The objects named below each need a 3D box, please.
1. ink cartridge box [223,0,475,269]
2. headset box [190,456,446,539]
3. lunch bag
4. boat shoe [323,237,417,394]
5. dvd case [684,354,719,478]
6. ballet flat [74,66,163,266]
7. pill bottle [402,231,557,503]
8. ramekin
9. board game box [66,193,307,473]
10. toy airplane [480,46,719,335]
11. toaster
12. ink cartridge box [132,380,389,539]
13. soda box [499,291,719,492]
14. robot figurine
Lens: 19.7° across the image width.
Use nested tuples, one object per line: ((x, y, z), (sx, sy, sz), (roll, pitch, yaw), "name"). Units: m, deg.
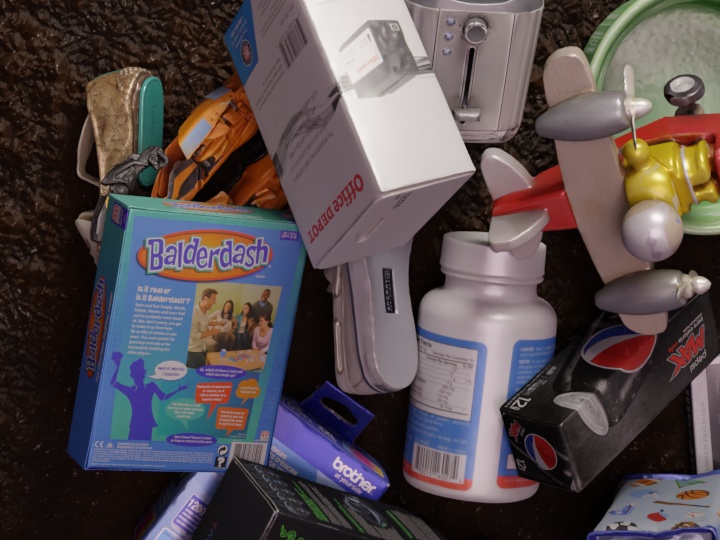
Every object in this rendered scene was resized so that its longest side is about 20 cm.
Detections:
((-0.012, -0.122, 1.500), (0.084, 0.145, 0.200), (-15, 74, -26), "ink cartridge box")
((-0.049, 0.254, 1.578), (0.200, 0.093, 0.174), (22, 101, -32), "headset box")
((0.245, 0.277, 1.652), (0.124, 0.170, 0.200), (-5, 101, 18), "lunch bag")
((0.000, 0.000, 1.636), (0.071, 0.070, 0.200), (5, 76, -47), "boat shoe")
((0.372, 0.131, 1.726), (0.200, 0.025, 0.151), (-7, 99, -6), "dvd case")
((-0.189, -0.059, 1.619), (0.065, 0.070, 0.200), (5, 97, 20), "ballet flat")
((0.097, 0.074, 1.640), (0.112, 0.112, 0.200), (5, 99, -7), "pill bottle")
((0.262, -0.133, 1.633), (0.200, 0.098, 0.200), (-1, 100, -6), "ramekin")
((-0.127, 0.050, 1.540), (0.152, 0.045, 0.200), (5, 102, -29), "board game box")
((0.186, -0.052, 1.514), (0.200, 0.141, 0.199), (18, 118, -23), "toy airplane")
((0.070, -0.180, 1.570), (0.113, 0.200, 0.129), (3, 116, -8), "toaster")
((-0.071, 0.176, 1.657), (0.136, 0.076, 0.200), (37, 92, -11), "ink cartridge box")
((0.198, 0.085, 1.621), (0.200, 0.063, 0.071), (-40, 126, -34), "soda box")
((-0.114, -0.057, 1.587), (0.200, 0.058, 0.145), (-51, 119, -17), "robot figurine")
